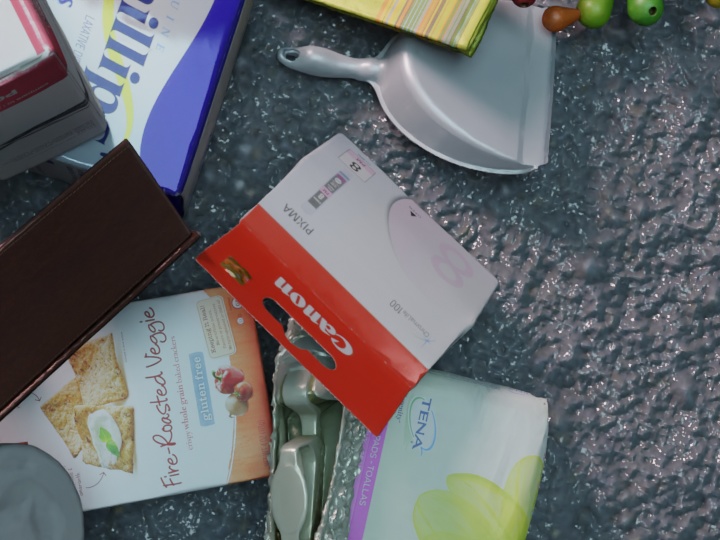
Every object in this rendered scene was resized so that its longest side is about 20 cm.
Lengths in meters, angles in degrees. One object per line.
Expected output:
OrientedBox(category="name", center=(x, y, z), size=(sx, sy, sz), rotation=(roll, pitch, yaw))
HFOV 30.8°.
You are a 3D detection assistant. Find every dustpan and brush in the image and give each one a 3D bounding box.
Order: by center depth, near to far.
OrientedBox(category="dustpan and brush", center=(0.040, -0.146, 0.963), size=(0.199, 0.057, 0.141), rotation=(12, 68, -13))

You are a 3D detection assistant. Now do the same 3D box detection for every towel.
OrientedBox(category="towel", center=(0.009, -0.220, 0.946), size=(0.199, 0.018, 0.086), rotation=(22, 75, 21))

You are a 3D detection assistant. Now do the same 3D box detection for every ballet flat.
OrientedBox(category="ballet flat", center=(-0.031, 0.107, 0.851), size=(0.071, 0.072, 0.202), rotation=(4, 75, -6))

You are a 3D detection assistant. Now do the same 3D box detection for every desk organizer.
OrientedBox(category="desk organizer", center=(-0.200, 0.011, 0.767), size=(0.200, 0.072, 0.077), rotation=(-45, 121, -21))

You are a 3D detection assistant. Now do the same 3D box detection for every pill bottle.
OrientedBox(category="pill bottle", center=(-0.277, 0.164, 0.809), size=(0.199, 0.110, 0.112), rotation=(-6, 81, 33))

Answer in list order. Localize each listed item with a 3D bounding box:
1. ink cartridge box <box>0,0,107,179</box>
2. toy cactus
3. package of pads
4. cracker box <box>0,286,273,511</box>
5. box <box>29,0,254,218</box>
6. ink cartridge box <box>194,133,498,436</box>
OrientedBox(category="ink cartridge box", center=(-0.222, -0.145, 0.747), size=(0.084, 0.200, 0.146), rotation=(-27, 87, -3))
OrientedBox(category="toy cactus", center=(0.190, -0.260, 0.973), size=(0.199, 0.102, 0.166), rotation=(-9, 68, -11))
OrientedBox(category="package of pads", center=(0.042, 0.169, 0.908), size=(0.153, 0.068, 0.201), rotation=(13, 81, -5))
OrientedBox(category="cracker box", center=(-0.163, 0.092, 0.899), size=(0.199, 0.058, 0.135), rotation=(-10, 84, -7))
OrientedBox(category="box", center=(-0.189, -0.157, 0.906), size=(0.199, 0.105, 0.185), rotation=(17, 81, -5))
OrientedBox(category="ink cartridge box", center=(0.000, 0.000, 0.871), size=(0.162, 0.200, 0.057), rotation=(44, 114, 0))
